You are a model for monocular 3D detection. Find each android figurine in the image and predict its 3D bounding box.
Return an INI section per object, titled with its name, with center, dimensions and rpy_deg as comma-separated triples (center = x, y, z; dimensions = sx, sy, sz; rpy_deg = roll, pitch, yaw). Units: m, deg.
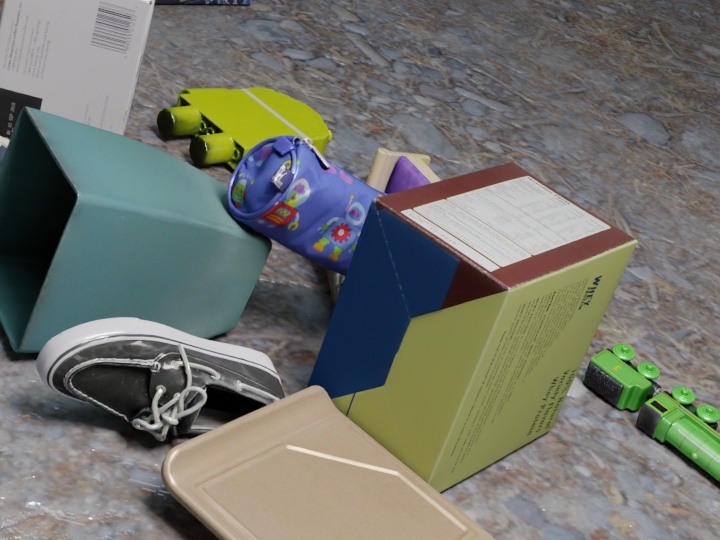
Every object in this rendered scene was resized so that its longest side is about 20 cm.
[android figurine]
center = -0.117, -0.152, 1.498
dimensions = 0.199, 0.041, 0.182
rpy_deg = -12, 41, -45

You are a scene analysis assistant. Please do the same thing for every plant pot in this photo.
[plant pot]
center = -0.184, -0.023, 1.116
dimensions = 0.199, 0.142, 0.141
rpy_deg = 8, 28, -37

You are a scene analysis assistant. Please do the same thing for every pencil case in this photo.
[pencil case]
center = -0.016, -0.045, 1.149
dimensions = 0.199, 0.087, 0.078
rpy_deg = 27, 19, -38

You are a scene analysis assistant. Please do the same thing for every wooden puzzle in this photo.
[wooden puzzle]
center = -0.019, 0.177, 0.970
dimensions = 0.200, 0.037, 0.184
rpy_deg = 41, 34, 22

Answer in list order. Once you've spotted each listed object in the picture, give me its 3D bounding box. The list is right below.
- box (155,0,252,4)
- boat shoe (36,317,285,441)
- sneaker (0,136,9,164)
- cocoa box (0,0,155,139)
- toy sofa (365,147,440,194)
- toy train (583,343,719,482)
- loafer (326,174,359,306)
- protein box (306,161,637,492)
[box]
center = -0.230, -0.444, 1.839
dimensions = 0.199, 0.149, 0.107
rpy_deg = -11, 40, -44
[boat shoe]
center = -0.139, 0.090, 1.011
dimensions = 0.198, 0.074, 0.068
rpy_deg = 18, 28, -39
[sneaker]
center = -0.345, -0.086, 1.209
dimensions = 0.084, 0.075, 0.200
rpy_deg = -26, 53, -31
[cocoa box]
center = -0.276, -0.202, 1.309
dimensions = 0.132, 0.201, 0.132
rpy_deg = 13, 27, -11
[toy sofa]
center = 0.060, -0.037, 1.360
dimensions = 0.097, 0.083, 0.200
rpy_deg = 2, 32, -32
[toy train]
center = 0.285, 0.135, 1.243
dimensions = 0.056, 0.042, 0.200
rpy_deg = -21, 47, -39
[loafer]
center = 0.000, 0.000, 1.272
dimensions = 0.071, 0.063, 0.201
rpy_deg = -7, 52, -12
[protein box]
center = 0.087, 0.042, 1.104
dimensions = 0.135, 0.200, 0.199
rpy_deg = 35, 31, 27
